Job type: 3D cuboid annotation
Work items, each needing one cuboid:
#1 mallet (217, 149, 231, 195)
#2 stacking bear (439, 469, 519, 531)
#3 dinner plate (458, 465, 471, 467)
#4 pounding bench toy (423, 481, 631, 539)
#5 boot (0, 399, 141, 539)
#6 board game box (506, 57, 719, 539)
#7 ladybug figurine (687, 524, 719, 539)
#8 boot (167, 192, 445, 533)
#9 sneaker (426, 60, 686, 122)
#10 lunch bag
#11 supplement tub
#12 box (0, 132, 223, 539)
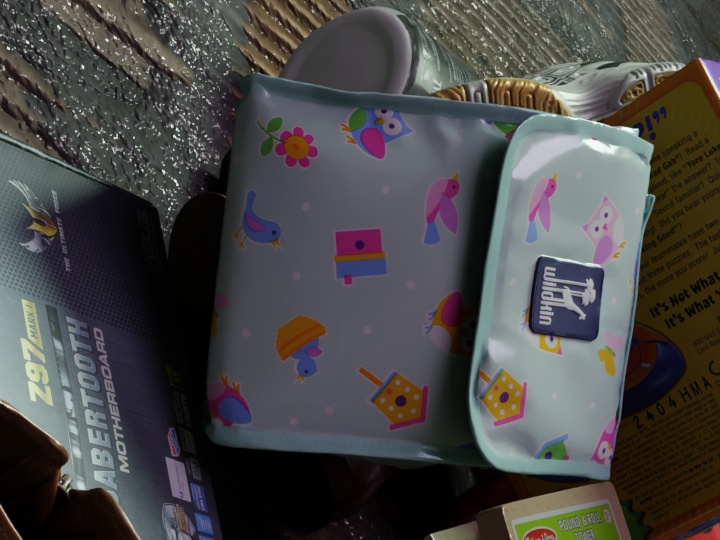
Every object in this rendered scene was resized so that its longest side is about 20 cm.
[{"bbox_3d":[0.000,0.000,0.973,0.200,0.041,0.066,33,35,-22],"label":"mallet"},{"bbox_3d":[0.117,0.205,0.943,0.200,0.114,0.121,53,26,-3],"label":"stacking bear"},{"bbox_3d":[0.030,0.015,0.934,0.200,0.024,0.200,40,38,-42],"label":"dinner plate"},{"bbox_3d":[0.024,0.181,0.725,0.200,0.156,0.124,3,67,-61],"label":"pounding bench toy"},{"bbox_3d":[-0.111,0.133,0.532,0.200,0.155,0.077,52,26,-16],"label":"boot"},{"bbox_3d":[0.187,0.028,0.916,0.200,0.200,0.200,-3,63,-57],"label":"board game box"},{"bbox_3d":[0.197,0.163,1.091,0.136,0.072,0.200,-70,142,-63],"label":"ladybug figurine"},{"bbox_3d":[-0.014,0.038,0.922,0.200,0.064,0.187,-17,88,-62],"label":"boot"},{"bbox_3d":[0.105,-0.083,0.997,0.200,0.088,0.076,-8,103,-24],"label":"sneaker"},{"bbox_3d":[0.033,0.007,0.770,0.122,0.200,0.171,150,-52,-83],"label":"lunch bag"},{"bbox_3d":[0.044,-0.071,1.076,0.200,0.122,0.123,35,35,-43],"label":"supplement tub"},{"bbox_3d":[-0.137,0.040,0.706,0.158,0.051,0.200,25,42,-50],"label":"box"}]
